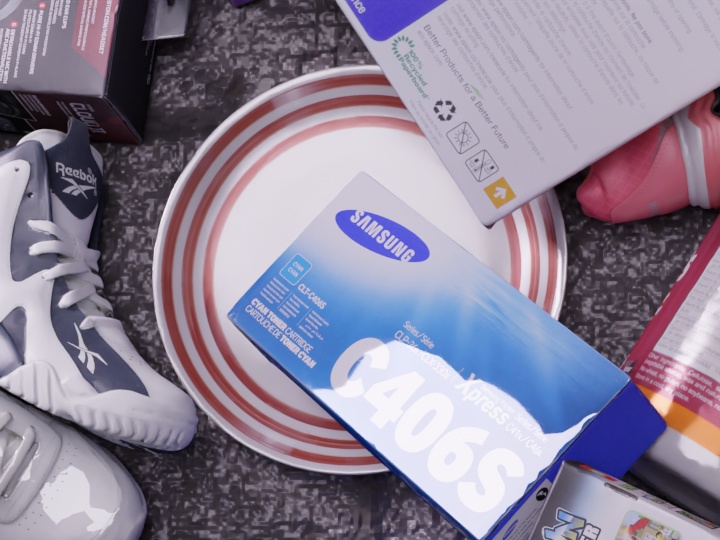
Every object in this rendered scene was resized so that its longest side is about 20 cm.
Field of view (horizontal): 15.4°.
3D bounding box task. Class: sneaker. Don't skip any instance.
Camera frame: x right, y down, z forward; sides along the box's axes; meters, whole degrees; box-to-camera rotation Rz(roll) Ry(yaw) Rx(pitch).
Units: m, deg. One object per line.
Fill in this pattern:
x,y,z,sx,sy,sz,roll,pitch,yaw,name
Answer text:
0.112,-0.115,1.254,0.087,0.074,0.201,-18,72,6,sneaker
-0.141,-0.004,1.259,0.199,0.079,0.130,25,86,31,sneaker
-0.195,0.082,1.240,0.200,0.100,0.075,25,79,14,sneaker

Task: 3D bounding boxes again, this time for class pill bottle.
0.197,0.016,1.183,0.109,0.110,0.200,31,82,17,pill bottle

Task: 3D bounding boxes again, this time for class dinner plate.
0.000,0.000,1.268,0.200,0.024,0.201,-3,73,10,dinner plate

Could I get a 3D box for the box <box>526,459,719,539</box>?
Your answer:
0.091,0.189,1.069,0.110,0.035,0.200,25,93,16,box

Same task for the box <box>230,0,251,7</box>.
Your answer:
-0.028,-0.208,1.237,0.137,0.200,0.039,-22,64,4,box

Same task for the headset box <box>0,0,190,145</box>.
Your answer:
-0.180,-0.148,1.313,0.199,0.077,0.149,5,76,10,headset box

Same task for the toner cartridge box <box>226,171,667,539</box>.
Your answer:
0.034,0.043,1.173,0.095,0.043,0.200,-46,46,-5,toner cartridge box

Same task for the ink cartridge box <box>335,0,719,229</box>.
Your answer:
0.086,-0.150,1.183,0.200,0.043,0.198,-31,97,22,ink cartridge box
